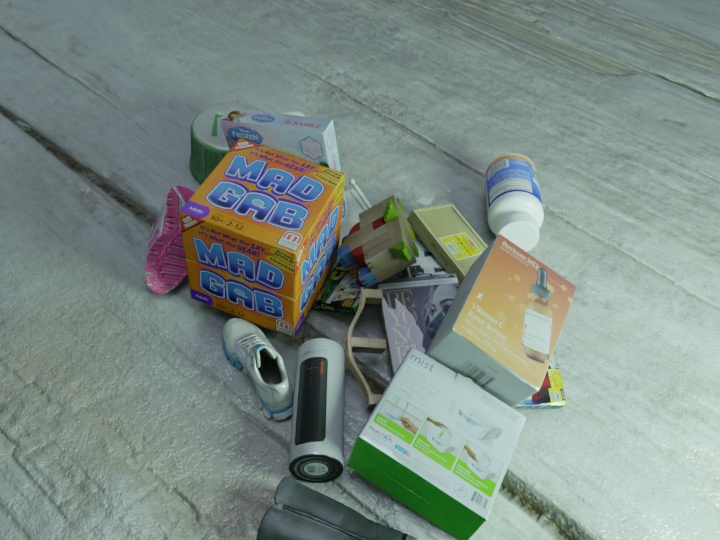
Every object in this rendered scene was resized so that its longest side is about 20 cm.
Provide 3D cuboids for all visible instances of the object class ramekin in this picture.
[{"bbox_3d":[-0.268,-0.267,1.401,0.195,0.099,0.203,3,46,-3],"label":"ramekin"}]

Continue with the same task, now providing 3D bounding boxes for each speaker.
[{"bbox_3d":[-0.062,0.203,0.985,0.079,0.082,0.203,3,46,-3],"label":"speaker"}]

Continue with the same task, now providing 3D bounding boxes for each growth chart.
[{"bbox_3d":[-0.056,-0.101,1.276,0.198,0.018,0.147,-29,87,-28],"label":"growth chart"}]

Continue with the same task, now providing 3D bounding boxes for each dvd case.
[{"bbox_3d":[0.112,0.102,1.107,0.145,0.016,0.204,-4,62,-11],"label":"dvd case"}]

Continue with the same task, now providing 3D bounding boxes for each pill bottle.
[{"bbox_3d":[0.308,-0.133,1.326,0.109,0.114,0.203,6,46,0],"label":"pill bottle"}]

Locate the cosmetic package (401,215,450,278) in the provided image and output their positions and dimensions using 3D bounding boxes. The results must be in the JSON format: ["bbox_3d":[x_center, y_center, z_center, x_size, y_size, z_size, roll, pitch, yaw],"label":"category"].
[{"bbox_3d":[0.116,-0.021,1.241,0.080,0.051,0.203,-2,46,-9],"label":"cosmetic package"}]

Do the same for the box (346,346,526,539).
[{"bbox_3d":[0.109,0.240,0.936,0.197,0.098,0.177,29,49,9],"label":"box"}]

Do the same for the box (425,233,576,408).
[{"bbox_3d":[0.214,0.078,0.998,0.151,0.107,0.202,32,56,0],"label":"box"}]

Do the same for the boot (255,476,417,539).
[{"bbox_3d":[-0.044,0.370,0.833,0.196,0.067,0.166,22,39,10],"label":"boot"}]

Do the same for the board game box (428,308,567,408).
[{"bbox_3d":[0.215,0.129,1.071,0.195,0.062,0.204,4,61,-17],"label":"board game box"}]

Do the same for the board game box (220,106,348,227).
[{"bbox_3d":[-0.128,-0.176,1.145,0.195,0.202,0.042,11,48,20],"label":"board game box"}]

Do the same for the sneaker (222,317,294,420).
[{"bbox_3d":[-0.159,0.133,1.038,0.074,0.088,0.200,-26,52,-25],"label":"sneaker"}]

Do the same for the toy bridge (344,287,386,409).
[{"bbox_3d":[0.008,0.120,1.063,0.066,0.027,0.204,5,62,-17],"label":"toy bridge"}]

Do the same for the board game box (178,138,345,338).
[{"bbox_3d":[-0.156,-0.055,1.095,0.196,0.202,0.202,19,49,10],"label":"board game box"}]

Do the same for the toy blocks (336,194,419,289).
[{"bbox_3d":[0.020,-0.044,1.154,0.135,0.101,0.202,-28,33,14],"label":"toy blocks"}]

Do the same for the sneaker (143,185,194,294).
[{"bbox_3d":[-0.345,-0.047,1.202,0.080,0.088,0.204,22,62,-23],"label":"sneaker"}]

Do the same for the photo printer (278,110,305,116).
[{"bbox_3d":[-0.141,-0.212,1.314,0.165,0.069,0.203,-33,94,-31],"label":"photo printer"}]

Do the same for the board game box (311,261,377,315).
[{"bbox_3d":[0.000,0.000,1.193,0.103,0.024,0.201,3,43,36],"label":"board game box"}]

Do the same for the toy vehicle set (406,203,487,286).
[{"bbox_3d":[0.185,-0.040,1.231,0.123,0.027,0.201,-11,56,-43],"label":"toy vehicle set"}]
